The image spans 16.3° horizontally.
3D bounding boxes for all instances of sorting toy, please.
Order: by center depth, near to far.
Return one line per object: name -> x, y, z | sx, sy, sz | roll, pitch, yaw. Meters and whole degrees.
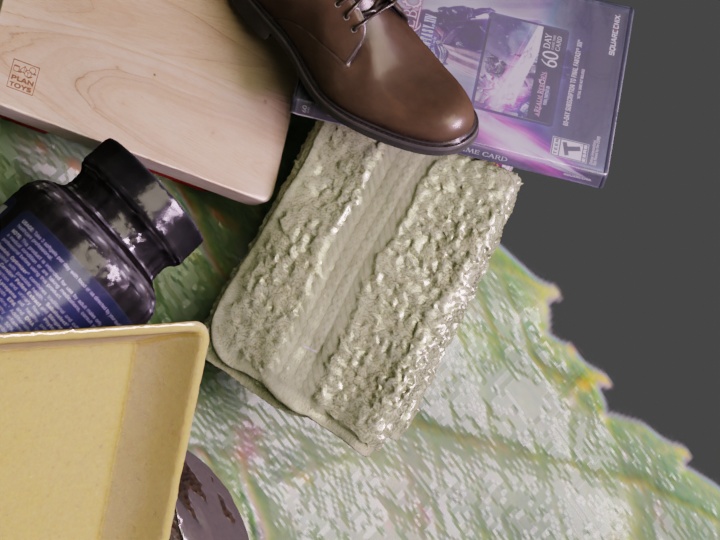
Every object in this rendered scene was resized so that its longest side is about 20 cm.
sorting toy -> -0.137, -0.160, 1.582 | 0.200, 0.070, 0.199 | 20, 73, -23

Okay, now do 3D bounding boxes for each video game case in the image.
video game case -> 0.067, -0.133, 1.581 | 0.199, 0.019, 0.143 | 14, 54, -1

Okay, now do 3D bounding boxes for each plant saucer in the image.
plant saucer -> -0.198, 0.115, 1.432 | 0.200, 0.048, 0.201 | -3, 116, -35

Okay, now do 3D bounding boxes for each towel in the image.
towel -> 0.000, 0.000, 1.558 | 0.148, 0.036, 0.200 | 28, 87, 12

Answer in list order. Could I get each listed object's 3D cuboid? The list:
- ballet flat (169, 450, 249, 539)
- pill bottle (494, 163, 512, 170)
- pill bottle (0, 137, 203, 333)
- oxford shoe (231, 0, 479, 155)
ballet flat -> -0.135, 0.131, 1.575 | 0.200, 0.046, 0.067 | 54, 34, -18
pill bottle -> 0.044, -0.077, 1.646 | 0.112, 0.112, 0.200 | 33, 71, -20
pill bottle -> -0.194, 0.019, 1.489 | 0.200, 0.112, 0.112 | -43, 104, -8
oxford shoe -> -0.004, -0.147, 1.516 | 0.200, 0.085, 0.073 | 42, 57, 15
